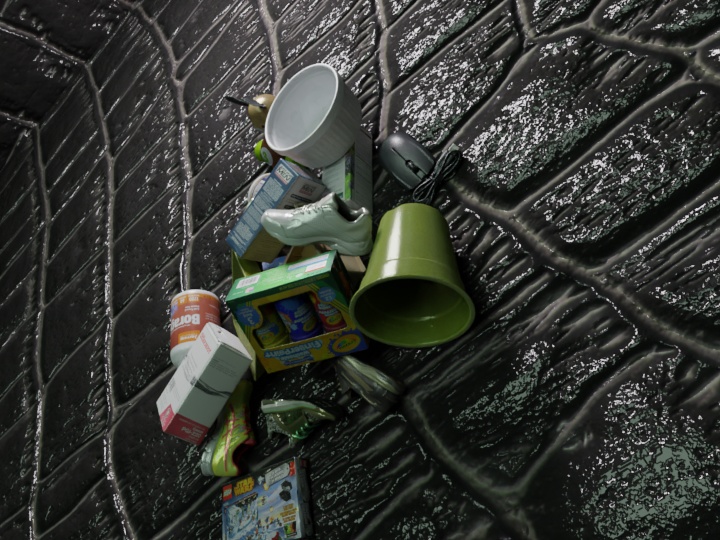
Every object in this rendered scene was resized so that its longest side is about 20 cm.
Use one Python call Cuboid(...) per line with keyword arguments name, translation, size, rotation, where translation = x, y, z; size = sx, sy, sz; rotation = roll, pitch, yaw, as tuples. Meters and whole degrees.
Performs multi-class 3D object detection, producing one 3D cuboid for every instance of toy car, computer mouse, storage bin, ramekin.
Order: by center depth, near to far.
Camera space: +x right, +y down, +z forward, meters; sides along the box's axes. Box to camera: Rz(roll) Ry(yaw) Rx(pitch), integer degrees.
Cuboid(name="storage bin", translation=(-0.100, 0.005, 1.182), size=(0.201, 0.093, 0.199), rotation=(-61, 41, 33))
Cuboid(name="computer mouse", translation=(0.095, -0.218, 1.194), size=(0.139, 0.053, 0.200), rotation=(-53, 46, 9))
Cuboid(name="ramekin", translation=(-0.090, -0.305, 1.249), size=(0.199, 0.105, 0.201), rotation=(-20, 56, 32))
Cuboid(name="toy car", translation=(-0.217, -0.340, 1.422), size=(0.164, 0.200, 0.159), rotation=(21, 84, 45))

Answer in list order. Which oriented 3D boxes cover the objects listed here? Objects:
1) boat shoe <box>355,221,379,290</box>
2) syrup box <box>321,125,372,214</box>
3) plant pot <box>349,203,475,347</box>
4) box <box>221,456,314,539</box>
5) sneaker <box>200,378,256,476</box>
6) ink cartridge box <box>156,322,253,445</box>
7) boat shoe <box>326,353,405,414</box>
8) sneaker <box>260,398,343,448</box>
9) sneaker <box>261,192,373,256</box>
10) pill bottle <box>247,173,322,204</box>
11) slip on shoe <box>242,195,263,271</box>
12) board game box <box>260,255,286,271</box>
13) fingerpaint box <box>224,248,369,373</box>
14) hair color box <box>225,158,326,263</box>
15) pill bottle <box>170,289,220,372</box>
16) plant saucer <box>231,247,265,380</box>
Cuboid(name="boat shoe", translation=(0.000, 0.000, 1.164), size=(0.071, 0.067, 0.201), rotation=(-1, 71, 39))
Cuboid(name="syrup box", translation=(-0.027, -0.206, 1.276), size=(0.078, 0.081, 0.201), rotation=(-17, 60, 33))
Cuboid(name="plant pot", translation=(0.086, -0.005, 1.023), size=(0.199, 0.200, 0.191), rotation=(-23, 45, 31))
Cuboid(name="box", translation=(-0.174, 0.437, 1.121), size=(0.199, 0.040, 0.138), rotation=(-28, 55, 29))
Cuboid(name="sneaker", translation=(-0.243, 0.318, 1.227), size=(0.090, 0.078, 0.201), rotation=(8, 68, 16))
Cuboid(name="ink cartridge box", translation=(-0.314, 0.221, 1.225), size=(0.201, 0.085, 0.146), rotation=(-59, 26, -1))
Cuboid(name="boat shoe", translation=(-0.012, 0.188, 1.077), size=(0.199, 0.074, 0.074), rotation=(22, 85, 46))
Cuboid(name="sneaker", translation=(-0.106, 0.281, 1.128), size=(0.199, 0.077, 0.089), rotation=(-10, 76, 43))
Cuboid(name="sneaker", translation=(-0.071, -0.093, 1.054), size=(0.078, 0.198, 0.100), rotation=(-83, 1, -57))
Cuboid(name="pill bottle", translation=(-0.149, -0.138, 1.328), size=(0.200, 0.111, 0.112), rotation=(27, 88, 45))
Cuboid(name="slip on shoe", translation=(-0.227, -0.068, 1.325), size=(0.061, 0.074, 0.201), rotation=(14, 116, 6))
Cuboid(name="board game box", translation=(-0.206, 0.071, 1.340), size=(0.103, 0.019, 0.201), rotation=(-13, 62, 38))
Cuboid(name="fingerpaint box", translation=(-0.103, 0.075, 1.053), size=(0.199, 0.168, 0.074), rotation=(-15, 29, 17))
Cuboid(name="hair color box", translation=(-0.166, -0.112, 1.202), size=(0.061, 0.100, 0.200), rotation=(46, 107, 25))
Cuboid(name="pill bottle", translation=(-0.369, 0.153, 1.378), size=(0.112, 0.112, 0.201), rotation=(-30, 53, 27))
Cuboid(name="plant saucer", translation=(-0.213, 0.082, 1.234), size=(0.200, 0.048, 0.201), rotation=(-124, 33, -48))
